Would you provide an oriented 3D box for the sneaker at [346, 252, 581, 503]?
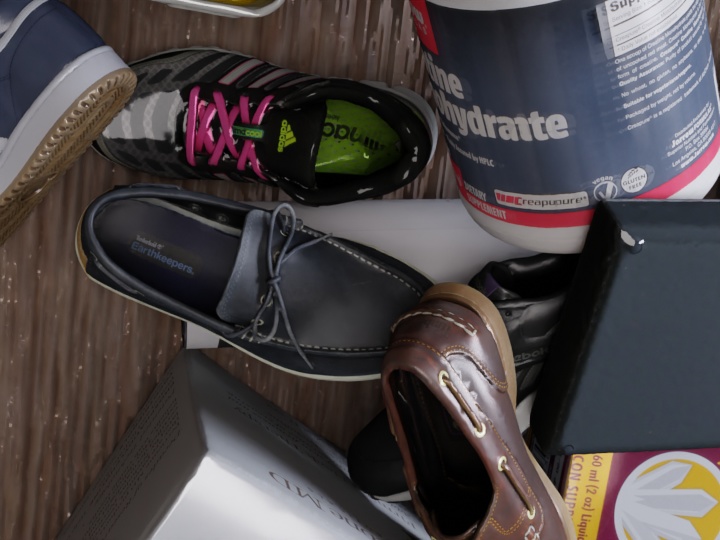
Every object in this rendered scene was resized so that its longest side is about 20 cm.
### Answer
[{"bbox_3d":[0.066,0.039,0.853,0.199,0.076,0.088,-33,122,8],"label":"sneaker"}]

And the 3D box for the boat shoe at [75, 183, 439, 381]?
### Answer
[{"bbox_3d":[-0.050,0.005,0.816,0.198,0.062,0.075,18,81,2],"label":"boat shoe"}]

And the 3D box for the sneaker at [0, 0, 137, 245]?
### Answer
[{"bbox_3d":[-0.216,-0.074,0.861,0.200,0.070,0.109,-43,84,19],"label":"sneaker"}]

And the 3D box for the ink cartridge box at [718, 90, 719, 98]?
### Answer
[{"bbox_3d":[0.312,-0.064,0.911,0.198,0.083,0.147,-20,88,-8],"label":"ink cartridge box"}]

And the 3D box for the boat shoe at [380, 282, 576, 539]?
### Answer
[{"bbox_3d":[0.053,0.107,0.800,0.070,0.070,0.201,-6,118,30],"label":"boat shoe"}]

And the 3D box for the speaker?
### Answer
[{"bbox_3d":[0.000,0.000,0.902,0.198,0.081,0.082,-1,102,-9],"label":"speaker"}]

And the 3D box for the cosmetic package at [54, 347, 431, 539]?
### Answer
[{"bbox_3d":[-0.067,0.172,0.864,0.167,0.200,0.167,34,95,-14],"label":"cosmetic package"}]

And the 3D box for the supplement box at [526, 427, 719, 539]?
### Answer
[{"bbox_3d":[0.195,0.125,0.918,0.198,0.086,0.112,8,100,-10],"label":"supplement box"}]

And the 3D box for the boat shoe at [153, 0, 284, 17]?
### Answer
[{"bbox_3d":[-0.126,-0.167,0.802,0.200,0.086,0.075,20,107,-18],"label":"boat shoe"}]

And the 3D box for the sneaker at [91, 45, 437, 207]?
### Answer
[{"bbox_3d":[-0.049,-0.076,0.874,0.198,0.087,0.075,6,101,-9],"label":"sneaker"}]

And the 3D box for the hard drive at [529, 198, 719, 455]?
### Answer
[{"bbox_3d":[0.193,0.029,0.812,0.198,0.033,0.141,-1,127,-19],"label":"hard drive"}]

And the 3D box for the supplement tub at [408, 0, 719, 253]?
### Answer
[{"bbox_3d":[0.096,-0.123,0.785,0.139,0.141,0.201,-20,123,-4],"label":"supplement tub"}]
